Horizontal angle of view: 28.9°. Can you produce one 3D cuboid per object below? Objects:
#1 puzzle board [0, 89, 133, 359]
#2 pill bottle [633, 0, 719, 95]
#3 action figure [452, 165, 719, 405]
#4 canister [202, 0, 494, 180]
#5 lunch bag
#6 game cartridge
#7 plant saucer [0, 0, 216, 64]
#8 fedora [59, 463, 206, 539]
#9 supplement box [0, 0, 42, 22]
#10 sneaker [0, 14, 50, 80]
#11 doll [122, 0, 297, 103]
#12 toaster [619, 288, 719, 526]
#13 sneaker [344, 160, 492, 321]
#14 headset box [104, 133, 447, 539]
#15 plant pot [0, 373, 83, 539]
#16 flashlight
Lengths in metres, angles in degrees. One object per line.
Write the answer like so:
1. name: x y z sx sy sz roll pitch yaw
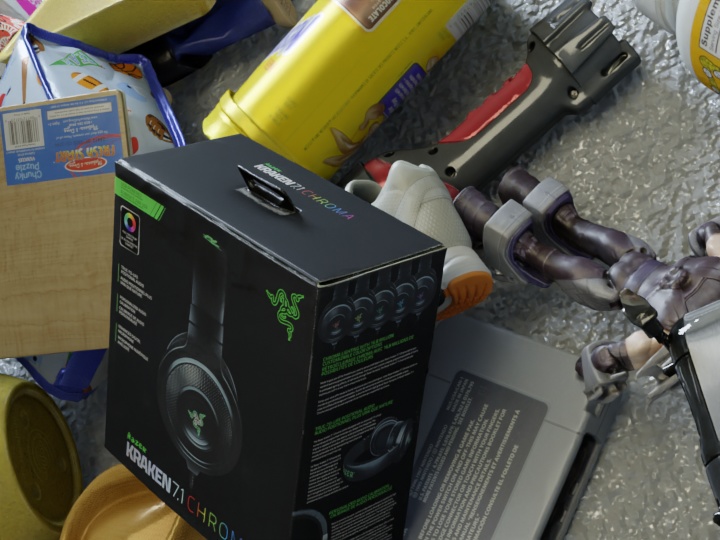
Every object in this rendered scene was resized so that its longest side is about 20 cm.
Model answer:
1. puzzle board: -0.223 -0.022 0.860 0.198 0.017 0.153 -6 91 17
2. pill bottle: 0.240 -0.129 0.741 0.113 0.113 0.200 -49 52 4
3. action figure: 0.144 0.005 0.757 0.130 0.070 0.199 -36 46 -25
4. canister: -0.004 -0.139 0.897 0.200 0.086 0.149 -47 11 3
5. lunch bag: -0.189 -0.036 0.950 0.171 0.123 0.201 -60 39 28
6. game cartridge: 0.054 0.129 0.794 0.132 0.041 0.202 18 79 42
7. plant saucer: -0.150 -0.226 1.042 0.198 0.049 0.201 -16 36 36
8. fedora: -0.123 0.171 0.859 0.199 0.082 0.203 -14 62 27
9. supplement box: -0.355 -0.164 1.151 0.200 0.103 0.101 -43 42 11
10. sneaker: -0.282 -0.100 1.101 0.067 0.107 0.204 -117 36 -63
11. doll: -0.139 -0.167 1.047 0.199 0.048 0.137 -25 43 24
12. toaster: 0.223 0.095 0.594 0.118 0.199 0.182 -29 55 24
13. sneaker: 0.000 0.000 0.826 0.199 0.075 0.093 -31 71 49
14. headset box: -0.053 0.040 0.763 0.173 0.092 0.202 31 124 38
15. plant pot: -0.266 0.143 0.911 0.141 0.200 0.202 -18 59 11
16. flashlight: 0.073 -0.089 0.866 0.200 0.068 0.068 -43 19 7
